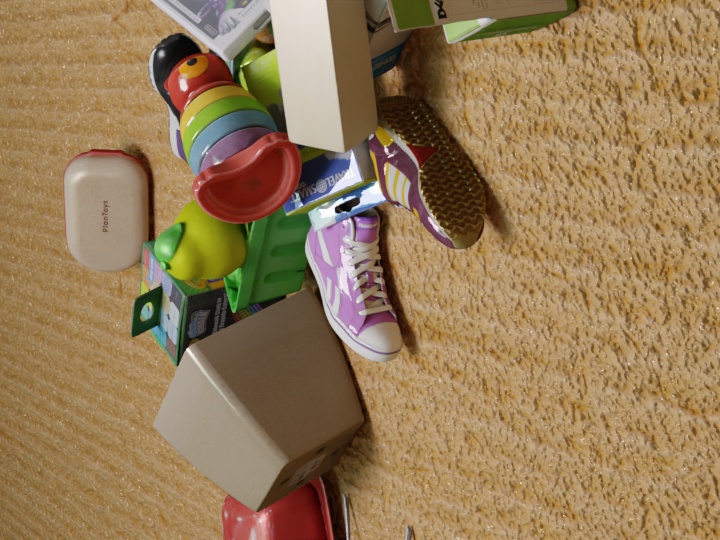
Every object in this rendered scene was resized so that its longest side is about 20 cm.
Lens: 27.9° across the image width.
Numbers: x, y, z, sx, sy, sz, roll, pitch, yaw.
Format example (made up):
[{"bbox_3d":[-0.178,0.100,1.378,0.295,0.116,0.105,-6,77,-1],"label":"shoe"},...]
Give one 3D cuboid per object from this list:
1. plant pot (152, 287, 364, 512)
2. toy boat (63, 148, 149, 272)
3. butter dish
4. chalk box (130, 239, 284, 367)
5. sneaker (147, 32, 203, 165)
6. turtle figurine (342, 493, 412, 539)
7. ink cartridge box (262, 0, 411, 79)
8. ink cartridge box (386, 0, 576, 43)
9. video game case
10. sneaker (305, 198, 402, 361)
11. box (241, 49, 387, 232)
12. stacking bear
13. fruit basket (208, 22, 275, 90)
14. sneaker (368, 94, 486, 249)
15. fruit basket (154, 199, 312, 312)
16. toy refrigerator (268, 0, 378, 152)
[{"bbox_3d":[-0.111,0.175,1.805,0.177,0.199,0.200,51,143,17],"label":"plant pot"},{"bbox_3d":[-0.389,-0.102,2.246,0.131,0.129,0.202,-95,9,-64],"label":"toy boat"},{"bbox_3d":[-0.127,0.365,1.928,0.199,0.147,0.202,2,104,60],"label":"butter dish"},{"bbox_3d":[-0.214,0.033,1.894,0.124,0.198,0.126,48,139,39],"label":"chalk box"},{"bbox_3d":[-0.192,-0.194,1.745,0.088,0.075,0.201,45,159,35],"label":"sneaker"},{"bbox_3d":[0.017,0.409,1.777,0.143,0.200,0.195,-7,117,38],"label":"turtle figurine"},{"bbox_3d":[-0.004,-0.311,1.491,0.146,0.084,0.201,47,140,16],"label":"ink cartridge box"},{"bbox_3d":[0.078,-0.280,1.278,0.076,0.198,0.149,-18,85,60],"label":"ink cartridge box"},{"bbox_3d":[-0.139,-0.345,1.672,0.200,0.182,0.023,41,175,45],"label":"video game case"},{"bbox_3d":[-0.001,0.000,1.652,0.201,0.072,0.115,60,143,27],"label":"sneaker"},{"bbox_3d":[-0.051,-0.154,1.614,0.121,0.047,0.202,-21,85,36],"label":"box"},{"bbox_3d":[-0.153,-0.160,1.597,0.201,0.121,0.114,61,179,32],"label":"stacking bear"},{"bbox_3d":[-0.098,-0.256,1.696,0.200,0.093,0.187,37,132,43],"label":"fruit basket"},{"bbox_3d":[0.067,-0.086,1.509,0.091,0.074,0.201,107,146,-49],"label":"sneaker"},{"bbox_3d":[-0.157,-0.054,1.746,0.156,0.213,0.217,-110,27,-44],"label":"fruit basket"},{"bbox_3d":[-0.037,-0.228,1.461,0.075,0.070,0.202,14,126,33],"label":"toy refrigerator"}]
